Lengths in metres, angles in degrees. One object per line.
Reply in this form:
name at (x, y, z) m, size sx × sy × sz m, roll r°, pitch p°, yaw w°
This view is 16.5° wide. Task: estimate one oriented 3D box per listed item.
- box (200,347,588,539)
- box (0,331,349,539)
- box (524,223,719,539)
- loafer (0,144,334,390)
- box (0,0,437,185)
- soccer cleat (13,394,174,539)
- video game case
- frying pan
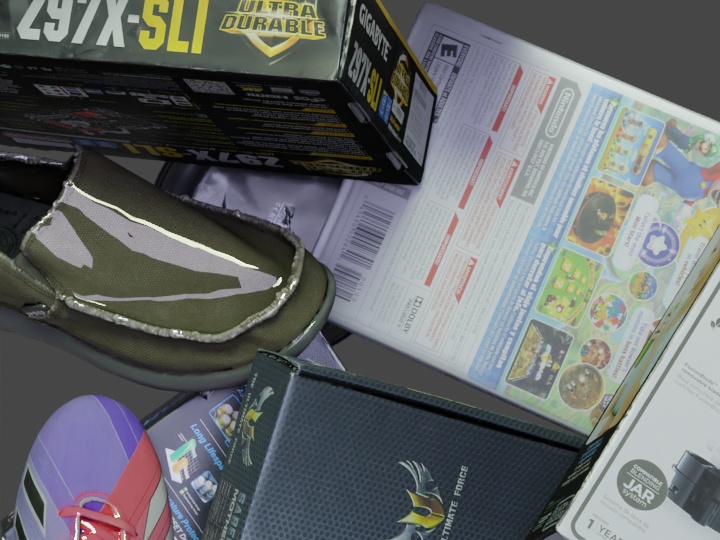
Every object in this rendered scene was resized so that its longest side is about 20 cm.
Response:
box at (0.007, 0.147, 0.987) m, size 0.157 × 0.051 × 0.201 m, roll 17°, pitch 89°, yaw -23°
box at (-0.033, 0.143, 1.049) m, size 0.159 × 0.046 × 0.201 m, roll -36°, pitch 95°, yaw -7°
box at (0.166, 0.055, 0.972) m, size 0.116 × 0.060 × 0.201 m, roll 33°, pitch 74°, yaw -1°
loafer at (-0.108, -0.006, 1.020) m, size 0.199 × 0.070 × 0.076 m, roll 9°, pitch 54°, yaw 18°
box at (-0.082, -0.083, 1.002) m, size 0.198 × 0.160 × 0.050 m, roll 6°, pitch 81°, yaw 14°
soccer cleat at (-0.110, 0.145, 0.965) m, size 0.066 × 0.076 × 0.202 m, roll 9°, pitch 77°, yaw -4°
video game case at (0.088, -0.011, 1.051) m, size 0.199 × 0.018 × 0.144 m, roll 24°, pitch 85°, yaw 11°
frying pan at (-0.014, 0.010, 1.089) m, size 0.115 × 0.031 × 0.190 m, roll -41°, pitch 85°, yaw -4°
